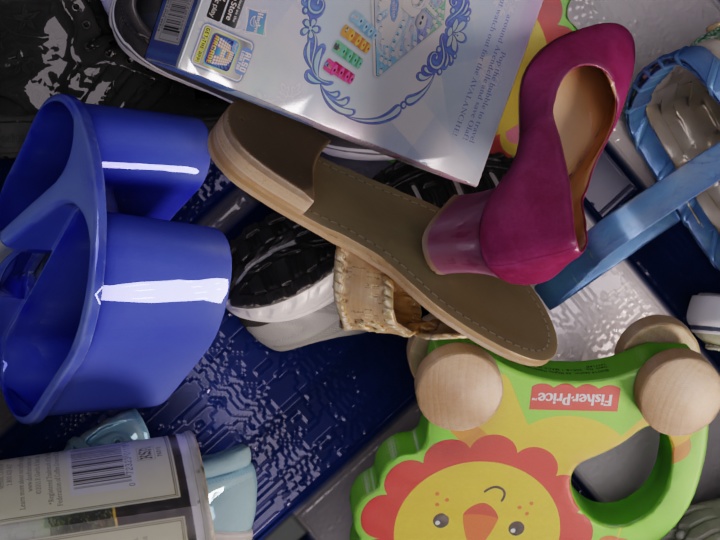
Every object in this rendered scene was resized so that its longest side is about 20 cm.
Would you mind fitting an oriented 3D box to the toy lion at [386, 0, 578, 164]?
[{"bbox_3d":[0.048,-0.157,0.892,0.199,0.069,0.193,32,98,-6],"label":"toy lion"}]

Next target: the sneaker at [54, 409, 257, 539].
[{"bbox_3d":[-0.155,0.117,0.885,0.198,0.074,0.083,8,84,-14],"label":"sneaker"}]

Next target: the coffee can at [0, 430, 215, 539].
[{"bbox_3d":[-0.172,0.167,0.771,0.198,0.146,0.148,-7,94,-11],"label":"coffee can"}]

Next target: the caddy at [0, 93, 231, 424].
[{"bbox_3d":[-0.147,-0.003,0.808,0.104,0.200,0.143,2,62,-27],"label":"caddy"}]

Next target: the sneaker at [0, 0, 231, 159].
[{"bbox_3d":[-0.150,-0.118,0.871,0.198,0.060,0.105,-4,94,-5],"label":"sneaker"}]

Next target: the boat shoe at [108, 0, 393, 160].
[{"bbox_3d":[-0.038,-0.113,0.832,0.198,0.066,0.071,23,86,-12],"label":"boat shoe"}]

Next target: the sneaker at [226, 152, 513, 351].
[{"bbox_3d":[0.018,-0.010,0.887,0.198,0.080,0.074,-18,53,4],"label":"sneaker"}]

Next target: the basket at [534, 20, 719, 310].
[{"bbox_3d":[0.191,-0.050,0.856,0.199,0.176,0.140,-37,85,-12],"label":"basket"}]

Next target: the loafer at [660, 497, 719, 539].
[{"bbox_3d":[0.227,0.168,0.918,0.199,0.070,0.070,-28,112,7],"label":"loafer"}]

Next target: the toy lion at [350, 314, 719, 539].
[{"bbox_3d":[0.094,0.124,0.889,0.198,0.069,0.194,1,111,-6],"label":"toy lion"}]

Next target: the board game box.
[{"bbox_3d":[0.012,-0.167,0.777,0.198,0.043,0.202,18,93,-37],"label":"board game box"}]

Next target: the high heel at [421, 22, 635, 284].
[{"bbox_3d":[0.118,-0.064,0.794,0.068,0.096,0.201,53,56,-29],"label":"high heel"}]

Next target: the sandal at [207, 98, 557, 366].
[{"bbox_3d":[0.001,-0.003,0.812,0.211,0.078,0.070,35,126,-11],"label":"sandal"}]

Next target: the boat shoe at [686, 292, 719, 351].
[{"bbox_3d":[0.285,0.060,0.917,0.198,0.072,0.063,14,90,-9],"label":"boat shoe"}]
